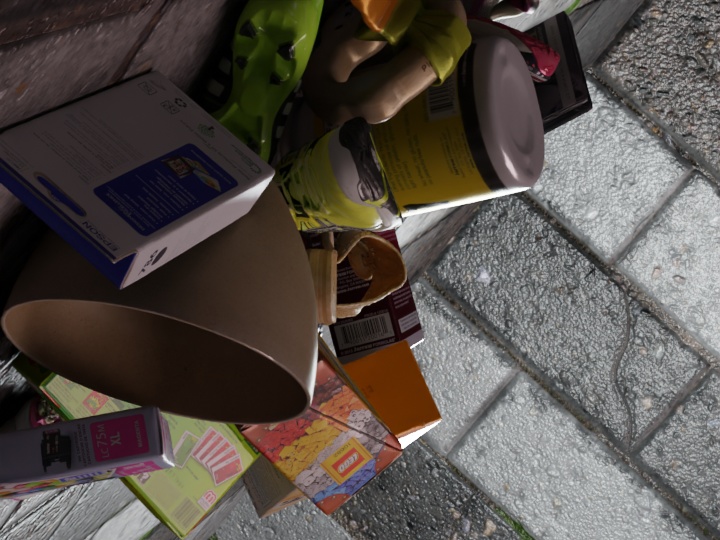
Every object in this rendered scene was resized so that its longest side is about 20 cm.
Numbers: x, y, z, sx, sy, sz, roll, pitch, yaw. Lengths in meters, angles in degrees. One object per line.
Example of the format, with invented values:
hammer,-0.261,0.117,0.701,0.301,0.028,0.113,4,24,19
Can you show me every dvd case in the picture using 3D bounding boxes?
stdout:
dvd case,0.084,-0.122,1.503,0.199,0.016,0.149,-27,-150,15

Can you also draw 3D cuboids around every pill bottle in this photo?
pill bottle,0.025,-0.095,1.394,0.198,0.115,0.114,-11,-170,24

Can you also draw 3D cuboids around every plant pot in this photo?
plant pot,-0.112,-0.001,1.204,0.201,0.198,0.136,116,-11,-68

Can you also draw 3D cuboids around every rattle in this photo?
rattle,-0.023,-0.183,1.305,0.131,0.142,0.200,-53,-149,5

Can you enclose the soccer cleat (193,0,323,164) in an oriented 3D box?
soccer cleat,-0.067,-0.120,1.247,0.081,0.067,0.200,-60,-178,-41

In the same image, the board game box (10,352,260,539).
board game box,-0.161,0.101,1.426,0.102,0.047,0.200,-47,131,-14

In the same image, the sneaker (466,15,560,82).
sneaker,0.069,-0.145,1.474,0.199,0.080,0.075,-4,-109,43

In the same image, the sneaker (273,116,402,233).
sneaker,-0.021,-0.051,1.247,0.076,0.076,0.200,-19,178,-5

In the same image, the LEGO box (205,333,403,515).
LEGO box,-0.072,0.057,1.375,0.077,0.200,0.149,-39,142,0

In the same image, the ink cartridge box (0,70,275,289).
ink cartridge box,-0.131,-0.050,1.053,0.039,0.099,0.200,-53,172,26

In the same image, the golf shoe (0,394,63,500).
golf shoe,-0.257,0.141,1.528,0.091,0.076,0.200,-34,173,5

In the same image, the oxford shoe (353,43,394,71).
oxford shoe,0.021,-0.204,1.426,0.200,0.071,0.075,-47,145,17

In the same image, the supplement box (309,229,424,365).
supplement box,-0.006,-0.026,1.606,0.060,0.202,0.109,-14,180,12

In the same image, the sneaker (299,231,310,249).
sneaker,-0.087,-0.035,1.491,0.200,0.088,0.081,-46,173,-21

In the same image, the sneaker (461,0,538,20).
sneaker,0.123,-0.255,1.544,0.200,0.088,0.081,-49,174,-6

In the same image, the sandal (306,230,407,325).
sandal,0.000,0.006,1.422,0.212,0.069,0.079,-62,152,-83

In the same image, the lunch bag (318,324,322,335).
lunch bag,-0.127,0.065,1.586,0.200,0.136,0.132,-44,173,-6

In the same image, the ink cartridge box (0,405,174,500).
ink cartridge box,-0.224,0.127,1.254,0.198,0.042,0.119,-8,171,-3

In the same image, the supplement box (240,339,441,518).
supplement box,-0.025,0.133,1.552,0.125,0.074,0.200,-22,171,-18
